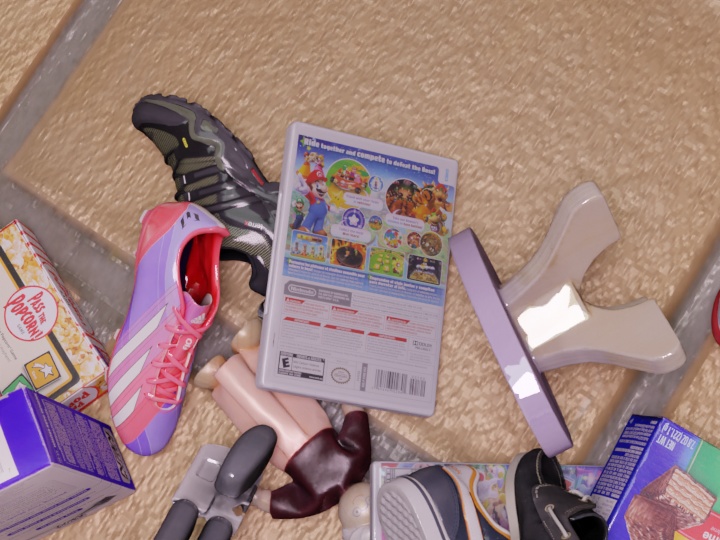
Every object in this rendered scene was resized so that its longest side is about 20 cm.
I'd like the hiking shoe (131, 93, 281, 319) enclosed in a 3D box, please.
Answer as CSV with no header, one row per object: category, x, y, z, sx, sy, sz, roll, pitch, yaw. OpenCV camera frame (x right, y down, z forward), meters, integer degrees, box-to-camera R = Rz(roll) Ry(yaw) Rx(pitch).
hiking shoe,-0.121,-0.056,1.180,0.200,0.076,0.101,41,81,13

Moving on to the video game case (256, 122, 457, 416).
video game case,0.000,0.000,1.139,0.141,0.018,0.203,11,77,-21

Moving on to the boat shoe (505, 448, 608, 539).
boat shoe,0.136,0.180,1.002,0.067,0.200,0.072,-25,109,13

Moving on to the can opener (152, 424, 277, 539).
can opener,-0.113,0.175,1.038,0.052,0.201,0.067,23,124,2

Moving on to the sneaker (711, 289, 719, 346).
sneaker,0.344,0.002,1.118,0.198,0.113,0.072,-22,70,-29

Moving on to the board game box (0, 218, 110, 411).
board game box,-0.311,0.080,1.188,0.199,0.046,0.152,-34,75,-1

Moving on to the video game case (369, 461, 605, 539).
video game case,0.105,0.214,1.089,0.197,0.018,0.145,2,76,-9

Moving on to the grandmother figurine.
grandmother figurine,-0.041,0.138,1.135,0.200,0.061,0.121,44,94,17

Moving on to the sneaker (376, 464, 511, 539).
sneaker,0.080,0.231,1.030,0.079,0.078,0.203,-16,90,-33

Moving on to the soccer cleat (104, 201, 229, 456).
soccer cleat,-0.144,0.048,1.132,0.076,0.066,0.203,18,101,44

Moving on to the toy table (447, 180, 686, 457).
toy table,0.149,0.028,1.082,0.116,0.184,0.202,-28,55,6

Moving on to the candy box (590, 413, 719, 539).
candy box,0.226,0.229,1.048,0.168,0.077,0.202,29,83,-4

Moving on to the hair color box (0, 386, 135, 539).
hair color box,-0.247,0.148,1.084,0.108,0.200,0.065,-25,73,1
